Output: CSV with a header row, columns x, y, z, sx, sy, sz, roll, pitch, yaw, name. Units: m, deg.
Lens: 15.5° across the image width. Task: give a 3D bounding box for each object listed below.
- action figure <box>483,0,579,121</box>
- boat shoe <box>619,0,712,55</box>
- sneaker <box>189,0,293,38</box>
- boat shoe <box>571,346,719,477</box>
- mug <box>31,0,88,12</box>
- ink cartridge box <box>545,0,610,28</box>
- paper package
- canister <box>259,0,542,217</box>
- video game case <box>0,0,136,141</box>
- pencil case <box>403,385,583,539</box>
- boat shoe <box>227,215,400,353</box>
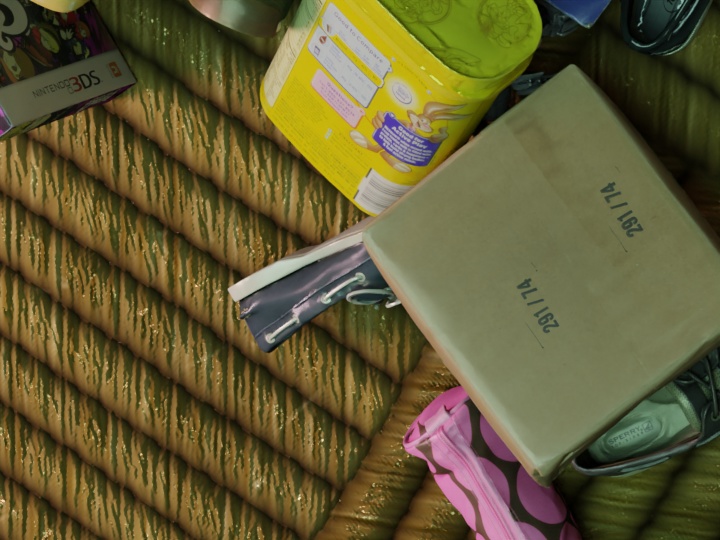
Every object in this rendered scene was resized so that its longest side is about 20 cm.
x,y,z,sx,sy,sz,roll,pitch,yaw,name
0.085,-0.190,1.742,0.130,0.069,0.201,0,99,28,action figure
0.210,-0.228,1.685,0.074,0.066,0.200,30,112,15,boat shoe
-0.062,-0.215,1.732,0.067,0.200,0.090,24,105,-1,sneaker
0.224,0.083,1.757,0.201,0.066,0.072,-35,88,26,boat shoe
-0.175,-0.256,1.794,0.153,0.149,0.187,33,87,2,mug
0.118,-0.285,1.666,0.200,0.041,0.200,34,89,21,ink cartridge box
0.130,0.003,1.699,0.191,0.103,0.200,-38,81,2,paper package
0.019,-0.135,1.696,0.149,0.087,0.200,45,150,7,canister
-0.255,-0.193,1.824,0.036,0.181,0.200,-29,90,26,video game case
0.106,0.172,1.815,0.091,0.094,0.200,-34,88,26,pencil case
0.000,0.000,1.824,0.200,0.075,0.062,-25,93,22,boat shoe
